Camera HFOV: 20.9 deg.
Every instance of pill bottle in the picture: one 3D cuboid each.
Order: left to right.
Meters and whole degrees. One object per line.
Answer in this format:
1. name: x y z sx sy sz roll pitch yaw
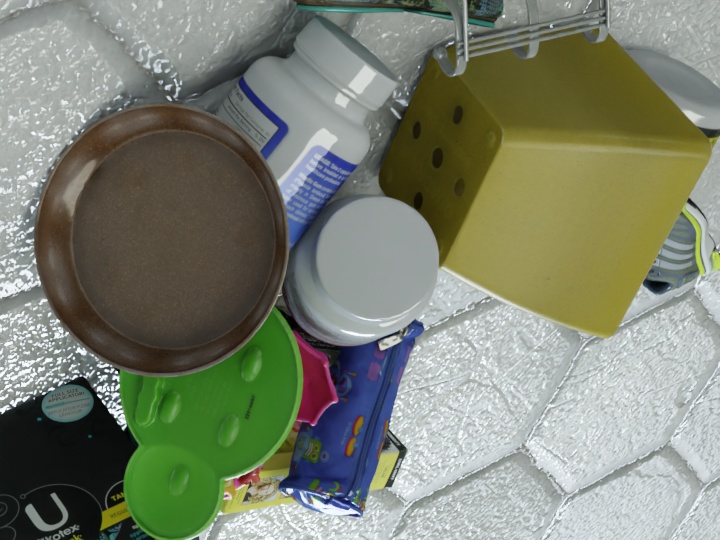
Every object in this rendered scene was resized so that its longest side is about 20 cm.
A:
1. pill bottle: -0.064 -0.092 1.492 0.200 0.112 0.112 -50 143 11
2. pill bottle: 0.000 0.000 1.562 0.113 0.113 0.200 -36 180 -9
3. pill bottle: 0.241 -0.090 1.768 0.112 0.112 0.200 0 127 -42

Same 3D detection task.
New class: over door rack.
1. over door rack: 0.123 -0.254 1.455 0.148 0.067 0.200 -16 128 -27

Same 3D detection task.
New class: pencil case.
1. pencil case: -0.005 0.117 1.717 0.078 0.087 0.200 23 81 -25

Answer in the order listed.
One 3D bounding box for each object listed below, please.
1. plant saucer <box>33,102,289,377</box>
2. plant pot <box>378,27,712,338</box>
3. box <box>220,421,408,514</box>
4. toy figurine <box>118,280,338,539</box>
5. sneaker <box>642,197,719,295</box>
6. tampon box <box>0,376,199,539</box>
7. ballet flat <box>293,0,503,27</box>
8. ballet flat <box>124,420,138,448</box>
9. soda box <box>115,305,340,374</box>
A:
1. plant saucer: -0.143 -0.023 1.441 0.200 0.200 0.034 -51 169 12
2. plant pot: 0.135 -0.084 1.625 0.176 0.200 0.200 6 123 -32
3. box: -0.058 0.171 1.792 0.200 0.075 0.050 -3 127 -39
4. toy figurine: -0.089 0.113 1.535 0.184 0.150 0.200 15 93 -69
5. sneaker: 0.294 -0.033 1.908 0.081 0.074 0.200 -39 142 0
6. tampon box: -0.235 0.213 1.565 0.150 0.200 0.126 -25 140 -23
7. ballet flat: 0.029 -0.226 1.493 0.200 0.074 0.074 -2 128 -43
8. ballet flat: -0.164 0.141 1.625 0.070 0.067 0.200 -20 167 -21
9. soda box: -0.115 0.066 1.642 0.200 0.063 0.071 10 119 -47
